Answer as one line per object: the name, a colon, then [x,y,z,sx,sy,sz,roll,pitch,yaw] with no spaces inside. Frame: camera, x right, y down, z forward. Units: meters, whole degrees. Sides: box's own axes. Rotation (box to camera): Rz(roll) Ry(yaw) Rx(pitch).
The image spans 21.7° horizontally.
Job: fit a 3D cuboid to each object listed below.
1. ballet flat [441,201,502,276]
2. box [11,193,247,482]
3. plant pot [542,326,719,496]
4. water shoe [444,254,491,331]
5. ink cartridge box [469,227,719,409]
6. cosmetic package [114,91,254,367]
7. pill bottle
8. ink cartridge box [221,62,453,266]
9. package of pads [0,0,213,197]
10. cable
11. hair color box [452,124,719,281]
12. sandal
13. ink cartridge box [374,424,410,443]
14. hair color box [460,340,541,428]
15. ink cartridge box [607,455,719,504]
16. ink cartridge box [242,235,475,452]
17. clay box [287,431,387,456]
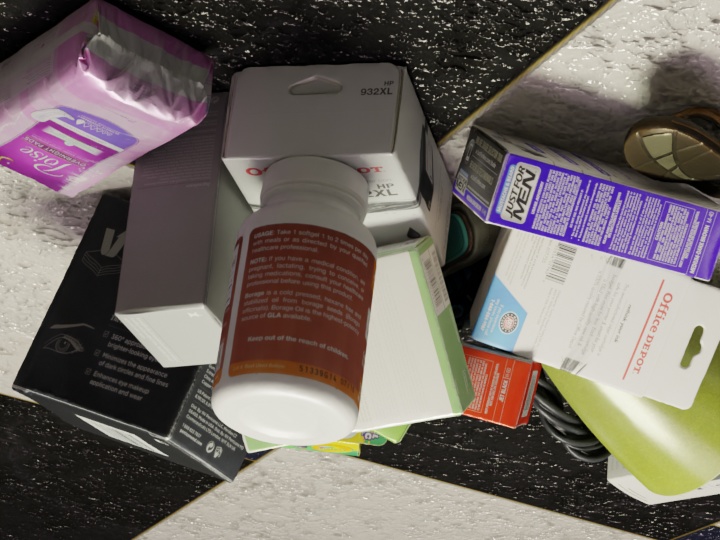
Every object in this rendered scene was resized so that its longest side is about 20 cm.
ballet flat: [0.063,-0.014,1.695,0.063,0.068,0.199,-14,174,-37]
box: [-0.172,0.058,1.679,0.195,0.202,0.117,14,164,36]
plant pot: [0.248,0.075,1.722,0.199,0.188,0.187,34,146,-21]
water shoe: [0.100,0.030,1.709,0.072,0.079,0.200,50,151,-12]
ink cartridge box: [0.204,0.029,1.599,0.198,0.117,0.068,19,-163,-4]
cosmetic package: [-0.133,-0.032,1.531,0.089,0.202,0.107,-3,150,19]
pill bottle: [-0.045,0.021,1.426,0.111,0.202,0.112,6,154,3]
ink cartridge box: [-0.015,-0.080,1.540,0.143,0.085,0.200,0,154,15]
package of pads: [-0.219,-0.135,1.488,0.120,0.076,0.199,27,149,-32]
cable: [0.175,0.102,1.806,0.051,0.164,0.200,-34,132,19]
hair color box: [0.184,-0.055,1.512,0.198,0.065,0.109,16,-169,-15]
sandal: [0.273,-0.098,1.475,0.081,0.055,0.199,-8,166,42]
ink cartridge box: [-0.007,0.071,1.814,0.147,0.076,0.200,29,-166,-5]
hair color box: [0.052,0.083,1.639,0.198,0.062,0.101,15,180,12]
ink cartridge box: [0.346,0.138,1.843,0.199,0.147,0.085,-15,148,38]
ink cartridge box: [-0.018,0.064,1.567,0.198,0.147,0.048,-12,-168,22]
clay box: [-0.066,0.126,1.961,0.198,0.116,0.048,8,156,0]
